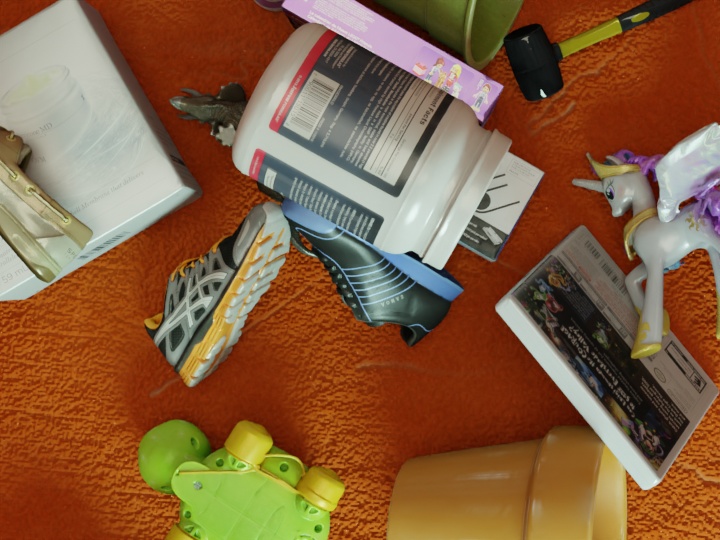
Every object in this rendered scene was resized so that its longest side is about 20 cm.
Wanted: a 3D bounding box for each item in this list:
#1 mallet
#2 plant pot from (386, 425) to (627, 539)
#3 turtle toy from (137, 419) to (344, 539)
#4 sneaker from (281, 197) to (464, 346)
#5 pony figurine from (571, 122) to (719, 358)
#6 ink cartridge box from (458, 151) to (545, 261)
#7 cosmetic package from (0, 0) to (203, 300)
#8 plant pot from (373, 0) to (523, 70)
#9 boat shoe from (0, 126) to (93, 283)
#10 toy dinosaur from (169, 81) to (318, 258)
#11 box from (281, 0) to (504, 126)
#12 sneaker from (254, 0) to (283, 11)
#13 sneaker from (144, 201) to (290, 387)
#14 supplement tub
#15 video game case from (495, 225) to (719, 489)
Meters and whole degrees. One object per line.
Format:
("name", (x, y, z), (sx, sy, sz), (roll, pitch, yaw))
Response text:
("mallet", (0.230, -0.211, 1.495), (0.200, 0.041, 0.066), (-18, 109, -7))
("plant pot", (0.126, 0.232, 1.435), (0.183, 0.200, 0.200), (1, 91, 18))
("turtle toy", (-0.112, 0.204, 1.476), (0.200, 0.101, 0.146), (33, 91, 2))
("sneaker", (0.000, 0.000, 1.455), (0.200, 0.070, 0.078), (31, 101, -28))
("pony figurine", (0.292, -0.043, 1.437), (0.193, 0.167, 0.200), (-24, 68, 26))
("ink cartridge box", (0.057, -0.096, 1.496), (0.200, 0.044, 0.094), (30, 90, 2))
("cosmetic package", (-0.281, -0.107, 1.470), (0.199, 0.123, 0.200), (-31, 88, 2))
("plant pot", (0.049, -0.300, 1.439), (0.190, 0.200, 0.200), (23, 91, 15))
("boat shoe", (-0.303, -0.083, 1.380), (0.066, 0.074, 0.200), (-40, 91, -11))
("toy dinosaur", (-0.082, -0.103, 1.482), (0.077, 0.102, 0.200), (-43, 96, 1))
("box", (0.029, -0.189, 1.450), (0.200, 0.137, 0.039), (30, 91, 2))
("sneaker", (-0.116, -0.329, 1.466), (0.073, 0.114, 0.200), (-36, 88, 3))
("sneaker", (-0.131, 0.013, 1.464), (0.077, 0.078, 0.200), (40, 118, 12))
("supplement tub", (0.008, -0.101, 1.357), (0.200, 0.140, 0.140), (29, 91, 2))
("video game case", (0.219, 0.071, 1.435), (0.023, 0.182, 0.200), (-39, 89, 35))
